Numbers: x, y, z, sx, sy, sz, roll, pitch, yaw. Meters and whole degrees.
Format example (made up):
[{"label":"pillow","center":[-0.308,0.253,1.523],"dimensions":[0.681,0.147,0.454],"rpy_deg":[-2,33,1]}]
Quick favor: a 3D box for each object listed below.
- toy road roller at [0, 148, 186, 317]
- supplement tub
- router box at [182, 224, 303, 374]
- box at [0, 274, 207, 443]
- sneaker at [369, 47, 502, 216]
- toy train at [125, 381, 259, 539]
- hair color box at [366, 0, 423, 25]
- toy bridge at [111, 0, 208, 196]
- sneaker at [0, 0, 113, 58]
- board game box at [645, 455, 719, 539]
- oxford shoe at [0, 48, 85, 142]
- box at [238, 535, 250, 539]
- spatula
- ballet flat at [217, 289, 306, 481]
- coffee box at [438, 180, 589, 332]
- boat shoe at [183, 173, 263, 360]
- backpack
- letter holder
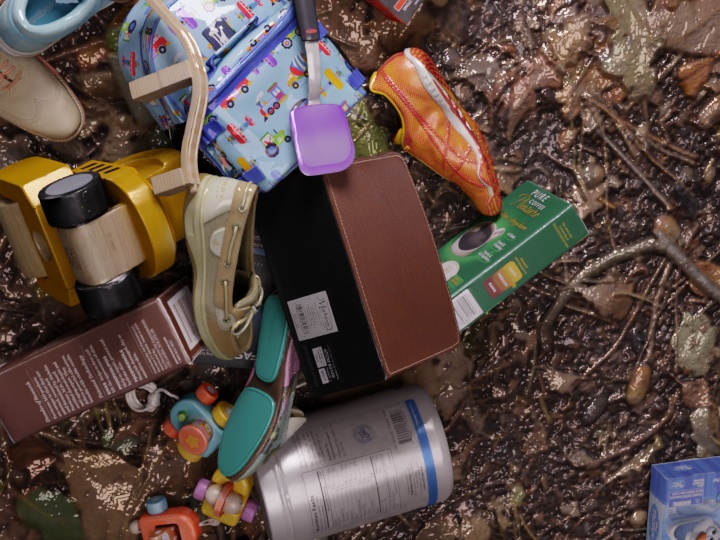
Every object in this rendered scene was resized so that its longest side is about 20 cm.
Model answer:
[{"label":"toy road roller","center":[-0.235,-0.050,1.106],"dimensions":[0.146,0.199,0.124],"rpy_deg":[-31,117,-30]},{"label":"supplement tub","center":[-0.013,0.204,1.258],"dimensions":[0.198,0.132,0.133],"rpy_deg":[-14,109,-9]},{"label":"router box","center":[-0.085,0.024,1.220],"dimensions":[0.198,0.062,0.151],"rpy_deg":[7,106,-17]},{"label":"box","center":[-0.247,0.084,1.140],"dimensions":[0.199,0.100,0.075],"rpy_deg":[-23,99,13]},{"label":"sneaker","center":[0.080,-0.135,1.225],"dimensions":[0.077,0.073,0.200],"rpy_deg":[-30,109,19]},{"label":"toy train","center":[-0.186,0.214,1.230],"dimensions":[0.149,0.056,0.202],"rpy_deg":[-3,105,13]},{"label":"hair color box","center":[-0.008,-0.336,1.134],"dimensions":[0.199,0.061,0.102],"rpy_deg":[35,95,-21]},{"label":"toy bridge","center":[-0.166,-0.163,1.028],"dimensions":[0.067,0.027,0.202],"rpy_deg":[-17,85,20]},{"label":"sneaker","center":[-0.239,-0.264,1.058],"dimensions":[0.074,0.082,0.200],"rpy_deg":[45,69,-23]},{"label":"board game box","center":[0.448,0.325,1.464],"dimensions":[0.198,0.043,0.201],"rpy_deg":[-5,109,-14]},{"label":"oxford shoe","center":[-0.337,-0.183,1.085],"dimensions":[0.200,0.074,0.071],"rpy_deg":[38,94,-22]},{"label":"box","center":[-0.145,0.432,1.305],"dimensions":[0.181,0.104,0.201],"rpy_deg":[-30,112,-3]},{"label":"spatula","center":[-0.043,-0.185,1.049],"dimensions":[0.056,0.021,0.202],"rpy_deg":[-9,94,-22]},{"label":"ballet flat","center":[-0.081,0.116,1.179],"dimensions":[0.071,0.069,0.202],"rpy_deg":[11,98,-44]},{"label":"coffee box","center":[0.129,-0.008,1.237],"dimensions":[0.200,0.123,0.044],"rpy_deg":[-38,111,-3]},{"label":"boat shoe","center":[-0.116,0.003,1.103],"dimensions":[0.063,0.073,0.202],"rpy_deg":[7,125,14]},{"label":"backpack","center":[-0.117,-0.190,1.105],"dimensions":[0.182,0.134,0.200],"rpy_deg":[-42,106,-12]},{"label":"letter holder","center":[0.000,0.000,1.141],"dimensions":[0.142,0.100,0.201],"rpy_deg":[-18,90,-51]}]
